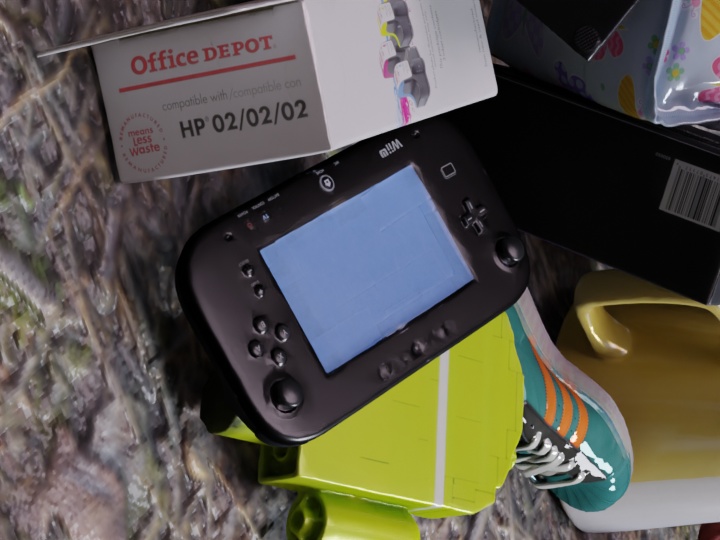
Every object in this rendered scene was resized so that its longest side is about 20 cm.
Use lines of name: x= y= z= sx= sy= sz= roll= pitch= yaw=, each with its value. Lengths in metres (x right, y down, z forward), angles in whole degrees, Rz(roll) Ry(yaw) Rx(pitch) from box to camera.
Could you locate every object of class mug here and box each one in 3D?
mug: x=0.201 y=0.085 z=1.193 sx=0.186 sy=0.152 sz=0.151 roll=17 pitch=75 yaw=-62

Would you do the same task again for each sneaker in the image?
sneaker: x=0.083 y=0.078 z=1.104 sx=0.200 sy=0.071 sz=0.080 roll=53 pitch=44 yaw=-29

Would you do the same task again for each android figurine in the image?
android figurine: x=0.009 y=0.051 z=0.970 sx=0.199 sy=0.041 sz=0.184 roll=15 pitch=70 yaw=-41

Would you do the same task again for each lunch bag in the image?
lunch bag: x=0.169 y=-0.182 z=1.035 sx=0.126 sy=0.169 sz=0.202 roll=4 pitch=104 yaw=-30

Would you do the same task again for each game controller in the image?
game controller: x=0.000 y=0.000 z=0.920 sx=0.199 sy=0.042 sz=0.105 roll=-31 pitch=101 yaw=-43

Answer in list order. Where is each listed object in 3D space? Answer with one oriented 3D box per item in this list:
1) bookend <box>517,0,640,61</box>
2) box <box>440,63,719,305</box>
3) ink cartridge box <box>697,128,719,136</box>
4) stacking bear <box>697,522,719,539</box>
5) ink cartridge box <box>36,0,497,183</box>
bookend: x=0.071 y=-0.194 z=0.959 sx=0.200 sy=0.092 sz=0.199 roll=41 pitch=10 yaw=7
box: x=0.137 y=-0.049 z=1.078 sx=0.141 sy=0.199 sz=0.080 roll=-2 pitch=112 yaw=-57
ink cartridge box: x=0.258 y=-0.015 z=1.223 sx=0.199 sy=0.145 sz=0.088 roll=20 pitch=88 yaw=-41
stacking bear: x=0.268 y=0.092 z=1.366 sx=0.121 sy=0.114 sz=0.202 roll=8 pitch=63 yaw=-29
ink cartridge box: x=-0.037 y=-0.087 z=0.889 sx=0.200 sy=0.114 sz=0.069 roll=-23 pitch=103 yaw=-57
